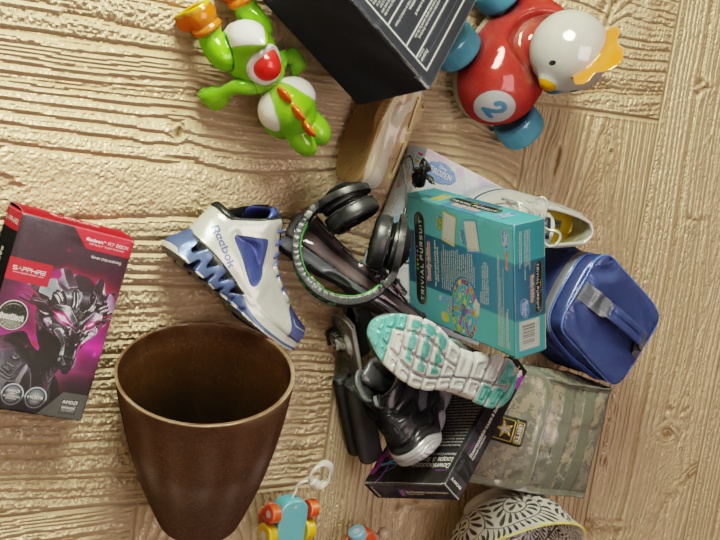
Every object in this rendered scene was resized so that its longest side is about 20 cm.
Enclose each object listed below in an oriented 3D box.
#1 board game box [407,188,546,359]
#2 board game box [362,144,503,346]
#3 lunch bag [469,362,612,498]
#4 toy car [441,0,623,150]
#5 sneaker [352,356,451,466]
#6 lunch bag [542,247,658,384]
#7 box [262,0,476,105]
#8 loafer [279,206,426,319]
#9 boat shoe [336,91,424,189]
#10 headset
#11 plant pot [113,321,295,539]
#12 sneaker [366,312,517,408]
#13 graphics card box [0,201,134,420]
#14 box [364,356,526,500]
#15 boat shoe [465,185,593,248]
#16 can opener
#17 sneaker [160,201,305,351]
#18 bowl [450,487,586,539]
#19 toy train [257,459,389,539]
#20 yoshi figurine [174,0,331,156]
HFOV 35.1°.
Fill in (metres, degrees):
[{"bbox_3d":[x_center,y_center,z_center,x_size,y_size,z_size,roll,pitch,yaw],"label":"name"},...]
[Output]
[{"bbox_3d":[0.129,-0.002,1.298,0.047,0.200,0.152,-13,110,-30],"label":"board game box"},{"bbox_3d":[0.105,-0.028,1.425,0.200,0.043,0.200,23,90,-37],"label":"board game box"},{"bbox_3d":[0.221,0.209,1.529,0.199,0.117,0.165,12,94,-31],"label":"lunch bag"},{"bbox_3d":[0.220,-0.247,1.347,0.184,0.200,0.177,43,78,-35],"label":"toy car"},{"bbox_3d":[0.051,0.137,1.365,0.075,0.200,0.114,-27,110,18],"label":"sneaker"},{"bbox_3d":[0.309,0.063,1.539,0.200,0.132,0.136,39,80,-35],"label":"lunch bag"},{"bbox_3d":[0.014,-0.318,1.198,0.198,0.123,0.200,44,60,-30],"label":"box"},{"bbox_3d":[0.000,0.000,1.312,0.200,0.072,0.063,33,81,-12],"label":"loafer"},{"bbox_3d":[0.037,-0.188,1.321,0.069,0.074,0.201,19,96,-44],"label":"boat shoe"},{"bbox_3d":[0.009,-0.048,1.275,0.123,0.094,0.200,41,81,3],"label":"headset"},{"bbox_3d":[-0.170,0.190,1.224,0.186,0.187,0.201,-13,124,-32],"label":"plant pot"},{"bbox_3d":[0.080,0.103,1.303,0.200,0.091,0.078,28,82,-27],"label":"sneaker"},{"bbox_3d":[-0.317,0.044,1.145,0.125,0.051,0.201,16,94,-37],"label":"graphics card box"},{"bbox_3d":[0.104,0.192,1.389,0.036,0.143,0.200,51,54,-22],"label":"box"},{"bbox_3d":[0.215,-0.056,1.414,0.201,0.086,0.075,9,97,-37],"label":"boat shoe"},{"bbox_3d":[0.004,0.138,1.395,0.067,0.053,0.201,-23,116,-27],"label":"can opener"},{"bbox_3d":[-0.113,-0.007,1.255,0.115,0.080,0.199,-51,123,-10],"label":"sneaker"},{"bbox_3d":[0.195,0.354,1.544,0.200,0.094,0.201,-15,144,-11],"label":"bowl"},{"bbox_3d":[-0.054,0.323,1.407,0.150,0.056,0.200,-41,125,-21],"label":"toy train"},{"bbox_3d":[-0.109,-0.209,1.212,0.200,0.112,0.112,55,30,-18],"label":"yoshi figurine"}]
